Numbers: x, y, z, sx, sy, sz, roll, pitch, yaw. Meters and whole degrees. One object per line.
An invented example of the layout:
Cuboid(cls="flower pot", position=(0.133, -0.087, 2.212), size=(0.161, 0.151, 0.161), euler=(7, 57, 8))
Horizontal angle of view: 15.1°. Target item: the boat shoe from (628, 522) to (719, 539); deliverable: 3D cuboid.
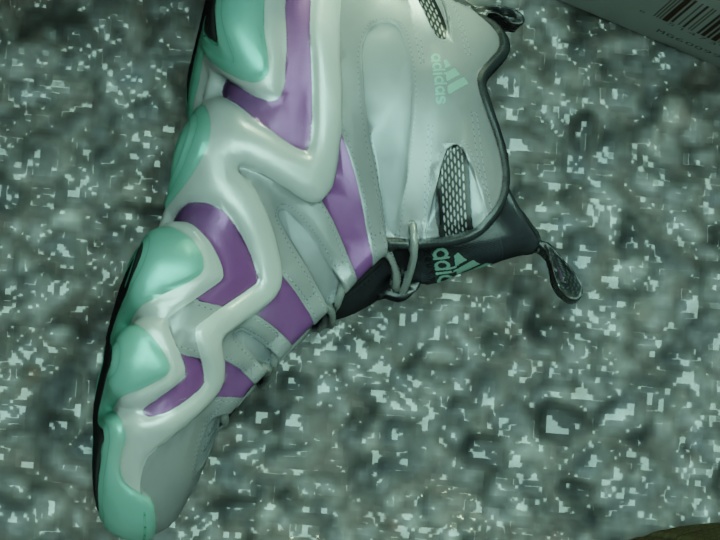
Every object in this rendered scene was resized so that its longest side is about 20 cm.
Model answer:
Cuboid(cls="boat shoe", position=(0.061, 0.147, 0.850), size=(0.199, 0.072, 0.068), euler=(-30, 121, -16))

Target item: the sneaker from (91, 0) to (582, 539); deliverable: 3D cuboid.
Cuboid(cls="sneaker", position=(0.000, 0.000, 0.848), size=(0.139, 0.078, 0.201), euler=(17, 86, -7))

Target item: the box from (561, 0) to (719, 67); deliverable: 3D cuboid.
Cuboid(cls="box", position=(0.154, -0.165, 0.867), size=(0.152, 0.106, 0.201), euler=(25, 83, -3))
